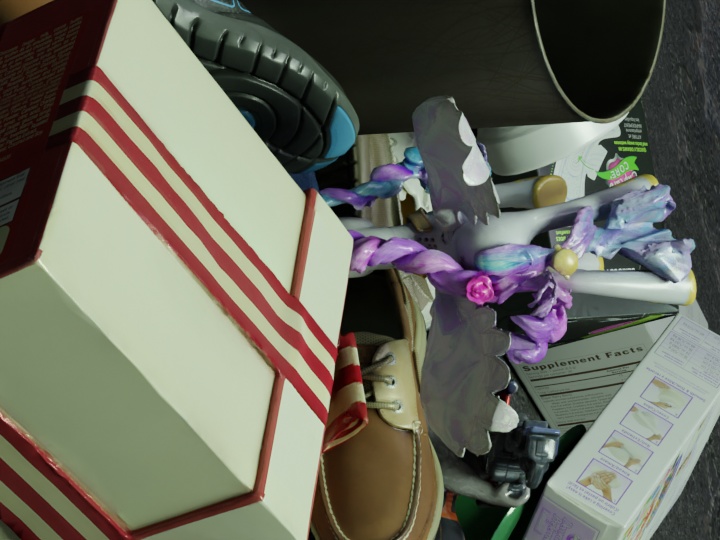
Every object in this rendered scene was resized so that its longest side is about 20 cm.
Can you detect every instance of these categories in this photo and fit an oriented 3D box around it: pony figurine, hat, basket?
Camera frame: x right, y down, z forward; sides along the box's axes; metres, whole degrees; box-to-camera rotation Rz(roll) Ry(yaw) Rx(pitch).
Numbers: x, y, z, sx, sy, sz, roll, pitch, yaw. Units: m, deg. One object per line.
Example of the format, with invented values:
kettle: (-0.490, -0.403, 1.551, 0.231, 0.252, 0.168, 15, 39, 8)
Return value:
pony figurine: (0.063, -0.007, 1.042, 0.193, 0.198, 0.168, -163, -109, -66)
hat: (0.036, 0.124, 1.345, 0.201, 0.175, 0.165, -65, 163, 15)
basket: (0.042, -0.143, 1.116, 0.136, 0.198, 0.181, 55, 43, -34)

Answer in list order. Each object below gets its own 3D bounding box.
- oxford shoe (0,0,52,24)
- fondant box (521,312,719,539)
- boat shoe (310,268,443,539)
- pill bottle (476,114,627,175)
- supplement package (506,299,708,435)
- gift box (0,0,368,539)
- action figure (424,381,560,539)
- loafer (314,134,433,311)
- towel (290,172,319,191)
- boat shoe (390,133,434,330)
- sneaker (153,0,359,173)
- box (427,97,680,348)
oxford shoe: (-0.156, -0.142, 0.934, 0.201, 0.071, 0.072, 63, 27, -30)
fondant box: (0.165, 0.139, 1.337, 0.200, 0.058, 0.145, -46, 160, -46)
boat shoe: (-0.001, 0.065, 1.094, 0.201, 0.075, 0.074, -95, 173, -46)
pill bottle: (0.078, -0.166, 1.241, 0.201, 0.115, 0.116, 63, 24, -13)
supplement package: (0.187, 0.040, 1.634, 0.200, 0.119, 0.122, 56, 31, -43)
gift box: (-0.119, 0.037, 0.794, 0.187, 0.183, 0.201, 50, 37, -35)
action figure: (0.039, 0.118, 1.140, 0.200, 0.104, 0.195, 122, -15, -73)
loafer: (0.000, 0.000, 1.232, 0.067, 0.076, 0.202, -3, 91, -45)
towel: (-0.073, -0.015, 1.104, 0.200, 0.048, 0.113, -35, 112, -66)
boat shoe: (0.015, -0.059, 1.330, 0.070, 0.070, 0.202, -4, 89, -71)
sneaker: (-0.078, -0.121, 1.056, 0.199, 0.073, 0.082, 34, 33, -33)
box: (0.106, -0.051, 1.397, 0.124, 0.148, 0.202, -1, 78, -42)
